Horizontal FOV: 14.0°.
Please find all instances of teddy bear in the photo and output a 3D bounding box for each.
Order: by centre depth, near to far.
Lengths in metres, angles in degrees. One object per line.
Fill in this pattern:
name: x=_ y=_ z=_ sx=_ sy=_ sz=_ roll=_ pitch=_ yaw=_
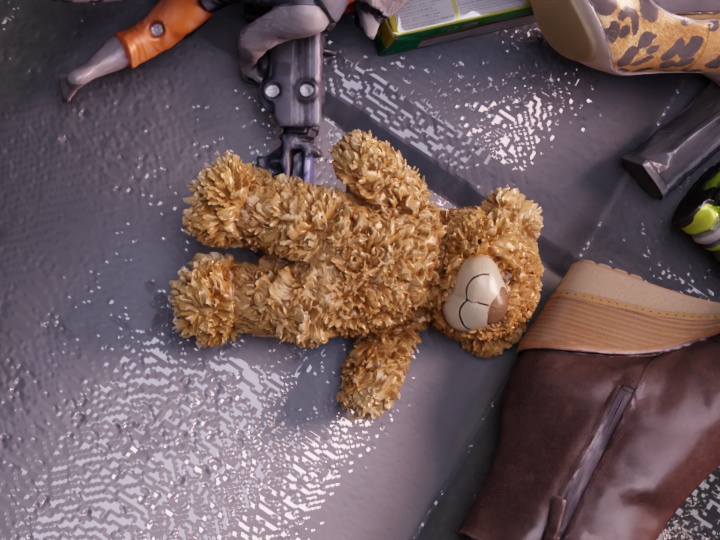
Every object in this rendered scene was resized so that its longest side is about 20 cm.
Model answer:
teddy bear: x=0.000 y=0.000 z=1.505 sx=0.200 sy=0.067 sz=0.145 roll=24 pitch=86 yaw=-12

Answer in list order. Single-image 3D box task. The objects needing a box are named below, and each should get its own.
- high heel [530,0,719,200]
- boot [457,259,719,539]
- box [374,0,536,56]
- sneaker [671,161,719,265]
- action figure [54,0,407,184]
high heel: x=0.168 y=-0.152 z=1.550 sx=0.143 sy=0.071 sz=0.200 roll=-40 pitch=124 yaw=-12
boot: x=0.165 y=0.096 z=1.510 sx=0.200 sy=0.072 sz=0.167 roll=17 pitch=76 yaw=17
box: x=0.040 y=-0.226 z=1.585 sx=0.117 sy=0.048 sz=0.200 roll=-13 pitch=83 yaw=-13
sneaker: x=0.261 y=-0.057 z=1.587 sx=0.200 sy=0.074 sz=0.081 roll=-37 pitch=101 yaw=-13
action figure: x=-0.064 y=-0.130 z=1.511 sx=0.193 sy=0.105 sz=0.200 roll=-7 pitch=88 yaw=-1
